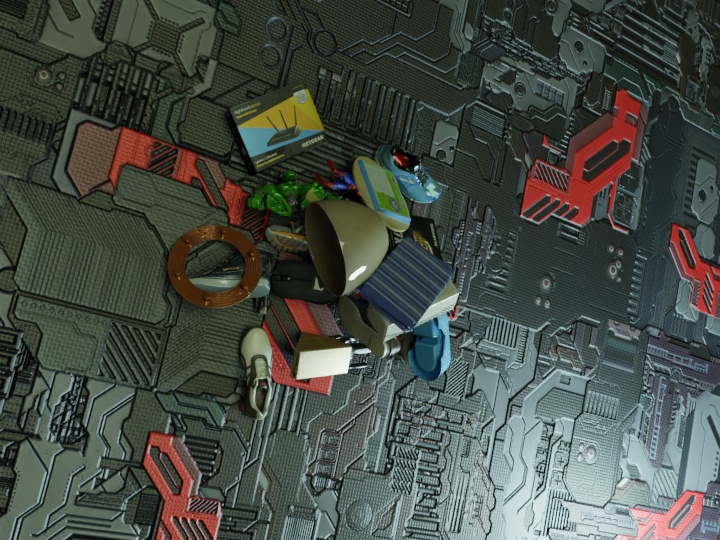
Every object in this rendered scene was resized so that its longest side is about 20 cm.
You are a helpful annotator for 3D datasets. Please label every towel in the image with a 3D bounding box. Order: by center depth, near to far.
[{"bbox_3d":[0.102,0.028,1.650,0.144,0.024,0.200,38,57,8],"label":"towel"}]

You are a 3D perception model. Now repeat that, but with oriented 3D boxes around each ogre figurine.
[{"bbox_3d":[-0.154,-0.162,1.663,0.196,0.120,0.100,-22,113,-10],"label":"ogre figurine"}]

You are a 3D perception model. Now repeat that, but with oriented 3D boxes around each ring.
[{"bbox_3d":[-0.305,-0.013,1.583,0.195,0.019,0.204,7,57,-10],"label":"ring"}]

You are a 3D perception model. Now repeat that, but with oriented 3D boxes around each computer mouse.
[{"bbox_3d":[-0.137,0.029,1.676,0.195,0.053,0.142,3,83,-7],"label":"computer mouse"}]

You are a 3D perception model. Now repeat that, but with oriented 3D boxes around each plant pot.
[{"bbox_3d":[-0.019,-0.064,1.598,0.132,0.199,0.205,-19,97,-22],"label":"plant pot"}]

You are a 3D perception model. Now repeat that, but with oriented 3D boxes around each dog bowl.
[{"bbox_3d":[0.167,0.164,1.836,0.049,0.110,0.205,-14,104,-41],"label":"dog bowl"}]

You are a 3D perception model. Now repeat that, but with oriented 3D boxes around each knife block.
[{"bbox_3d":[-0.058,0.194,1.680,0.171,0.200,0.066,10,101,1],"label":"knife block"}]

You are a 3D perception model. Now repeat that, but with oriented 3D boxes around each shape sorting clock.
[{"bbox_3d":[0.048,-0.177,1.759,0.198,0.039,0.203,35,36,-30],"label":"shape sorting clock"}]

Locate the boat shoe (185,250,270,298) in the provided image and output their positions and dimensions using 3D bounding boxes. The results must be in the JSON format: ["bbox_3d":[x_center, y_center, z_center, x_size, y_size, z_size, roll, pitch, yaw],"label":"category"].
[{"bbox_3d":[-0.295,0.011,1.626,0.195,0.071,0.093,-1,56,-12],"label":"boat shoe"}]

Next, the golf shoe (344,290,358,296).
[{"bbox_3d":[0.000,0.000,1.789,0.197,0.078,0.099,-11,76,-34],"label":"golf shoe"}]

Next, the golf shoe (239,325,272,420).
[{"bbox_3d":[-0.217,0.222,1.642,0.076,0.088,0.206,0,86,-26],"label":"golf shoe"}]

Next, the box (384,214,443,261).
[{"bbox_3d":[0.125,-0.036,1.811,0.157,0.049,0.204,7,62,-32],"label":"box"}]

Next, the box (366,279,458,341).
[{"bbox_3d":[0.116,0.075,1.683,0.197,0.069,0.083,-22,59,-22],"label":"box"}]

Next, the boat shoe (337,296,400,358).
[{"bbox_3d":[0.018,0.130,1.735,0.056,0.200,0.068,-3,127,-39],"label":"boat shoe"}]

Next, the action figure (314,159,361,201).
[{"bbox_3d":[-0.044,-0.221,1.751,0.065,0.100,0.199,-42,152,16],"label":"action figure"}]

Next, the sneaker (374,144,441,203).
[{"bbox_3d":[0.125,-0.234,1.842,0.198,0.089,0.080,34,73,-23],"label":"sneaker"}]

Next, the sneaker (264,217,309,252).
[{"bbox_3d":[-0.126,-0.087,1.717,0.196,0.078,0.079,5,72,-31],"label":"sneaker"}]

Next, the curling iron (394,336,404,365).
[{"bbox_3d":[0.079,0.135,1.820,0.025,0.050,0.205,-10,102,5],"label":"curling iron"}]

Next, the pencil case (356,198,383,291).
[{"bbox_3d":[0.011,-0.055,1.729,0.083,0.093,0.204,1,56,-19],"label":"pencil case"}]

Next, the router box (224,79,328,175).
[{"bbox_3d":[-0.187,-0.321,1.698,0.198,0.051,0.152,-29,100,-26],"label":"router box"}]
